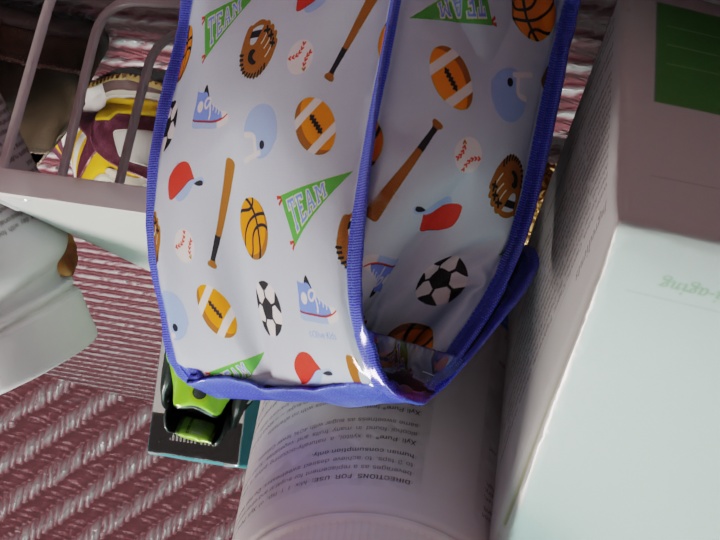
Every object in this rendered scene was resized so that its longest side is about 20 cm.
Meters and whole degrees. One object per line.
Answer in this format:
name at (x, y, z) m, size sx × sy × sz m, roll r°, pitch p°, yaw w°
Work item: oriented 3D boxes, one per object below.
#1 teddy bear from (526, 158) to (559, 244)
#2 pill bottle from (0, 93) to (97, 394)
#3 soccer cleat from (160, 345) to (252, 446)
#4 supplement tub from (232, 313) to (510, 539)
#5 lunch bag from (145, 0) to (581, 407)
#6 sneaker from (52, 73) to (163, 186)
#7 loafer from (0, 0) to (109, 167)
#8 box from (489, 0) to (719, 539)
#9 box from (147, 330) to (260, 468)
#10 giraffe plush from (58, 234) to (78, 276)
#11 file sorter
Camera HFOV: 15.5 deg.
teddy bear at (0.118, -0.015, 1.460) m, size 0.199 × 0.067 × 0.145 m, roll 21°, pitch 133°, yaw -17°
pill bottle at (-0.218, -0.036, 1.345) m, size 0.113 × 0.201 × 0.113 m, roll -25°, pitch -172°, yaw 4°
soccer cleat at (-0.079, 0.052, 1.389) m, size 0.067 × 0.081 × 0.200 m, roll 14°, pitch 171°, yaw 3°
supplement tub at (0.012, 0.100, 1.199) m, size 0.131 × 0.200 × 0.132 m, roll 5°, pitch 130°, yaw 6°
lunch bag at (-0.007, -0.040, 1.145) m, size 0.124 × 0.201 × 0.170 m, roll 19°, pitch 168°, yaw -35°
sneaker at (-0.149, -0.059, 1.564) m, size 0.075 × 0.090 × 0.200 m, roll 15°, pitch 170°, yaw -16°
loafer at (-0.179, -0.094, 1.440) m, size 0.073 × 0.071 × 0.200 m, roll 13°, pitch 168°, yaw -2°
box at (0.175, 0.020, 1.119) m, size 0.198 × 0.172 × 0.200 m, roll 13°, pitch 131°, yaw -4°
box at (-0.068, 0.014, 1.537) m, size 0.049 × 0.201 × 0.082 m, roll 11°, pitch 175°, yaw -44°
giraffe plush at (-0.265, -0.047, 1.665) m, size 0.200 × 0.173 × 0.162 m, roll 49°, pitch 158°, yaw -8°
file sorter at (-0.067, -0.062, 1.328) m, size 0.138 × 0.125 × 0.200 m, roll 8°, pitch 169°, yaw 32°
